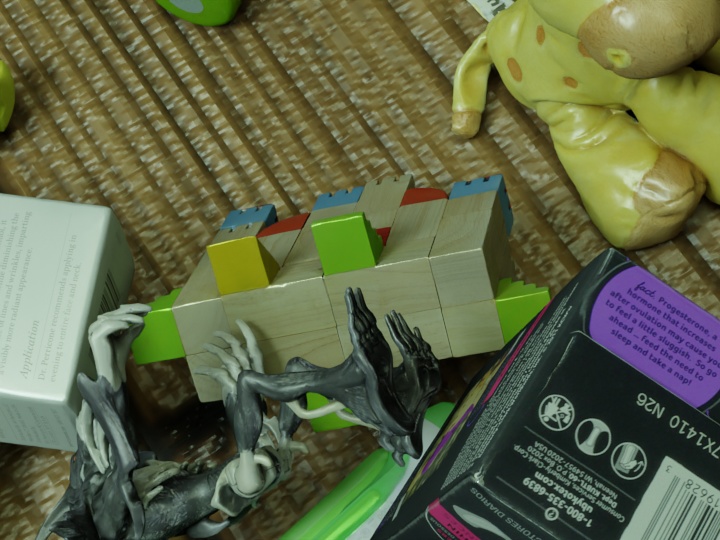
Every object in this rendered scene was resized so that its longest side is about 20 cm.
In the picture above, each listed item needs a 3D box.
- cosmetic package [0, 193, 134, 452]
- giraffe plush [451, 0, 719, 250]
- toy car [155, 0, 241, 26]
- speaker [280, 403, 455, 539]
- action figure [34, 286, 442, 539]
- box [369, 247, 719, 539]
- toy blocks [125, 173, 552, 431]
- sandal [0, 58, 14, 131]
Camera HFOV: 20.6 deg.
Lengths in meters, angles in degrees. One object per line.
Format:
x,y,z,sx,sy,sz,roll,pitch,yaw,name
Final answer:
-0.215,0.017,0.925,0.198,0.074,0.103,8,66,7,cosmetic package
0.133,-0.133,0.990,0.199,0.163,0.173,28,71,14,giraffe plush
-0.107,-0.259,1.041,0.156,0.200,0.166,18,68,11,toy car
-0.010,0.153,0.906,0.200,0.089,0.088,-41,70,-14,speaker
-0.067,0.065,0.860,0.198,0.119,0.103,-22,77,21,action figure
0.091,0.092,0.778,0.122,0.200,0.107,34,70,0,box
0.000,0.000,0.965,0.198,0.101,0.137,-10,20,14,toy blocks
-0.277,-0.070,1.037,0.199,0.080,0.087,-26,64,-10,sandal
